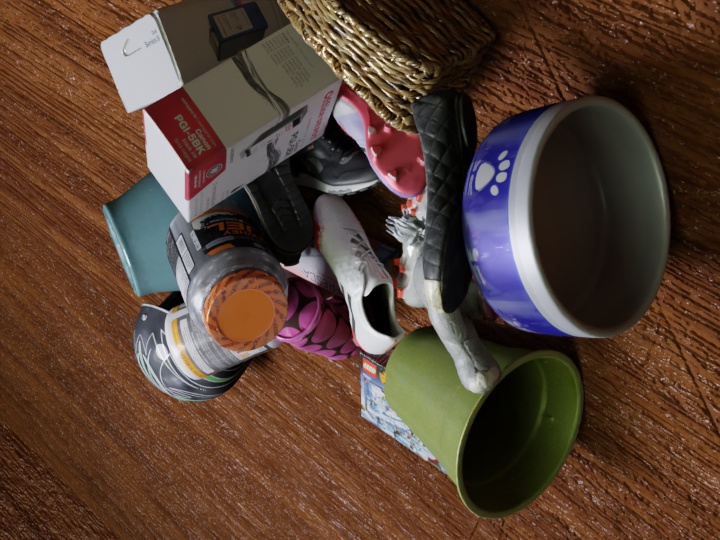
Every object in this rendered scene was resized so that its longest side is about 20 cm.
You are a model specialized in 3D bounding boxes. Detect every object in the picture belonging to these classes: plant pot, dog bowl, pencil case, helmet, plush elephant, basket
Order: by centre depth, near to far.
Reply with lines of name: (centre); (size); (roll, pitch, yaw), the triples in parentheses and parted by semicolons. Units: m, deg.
dog bowl: (0.183, -0.044, 0.736); (0.078, 0.199, 0.202); (-2, 118, 52)
basket: (0.005, -0.225, 0.838); (0.200, 0.142, 0.149); (47, 144, 9)
plush elephant: (0.131, -0.014, 0.850); (0.201, 0.164, 0.155); (49, 141, 0)
plant pot: (0.126, 0.155, 1.001); (0.189, 0.198, 0.203); (26, 138, 49)
pencil case: (-0.059, 0.063, 1.122); (0.200, 0.089, 0.095); (39, -147, -69)
plant pot: (-0.248, -0.058, 1.177); (0.201, 0.186, 0.202); (55, 159, 33)
helmet: (-0.280, 0.121, 1.410); (0.199, 0.190, 0.202); (29, 139, 29)

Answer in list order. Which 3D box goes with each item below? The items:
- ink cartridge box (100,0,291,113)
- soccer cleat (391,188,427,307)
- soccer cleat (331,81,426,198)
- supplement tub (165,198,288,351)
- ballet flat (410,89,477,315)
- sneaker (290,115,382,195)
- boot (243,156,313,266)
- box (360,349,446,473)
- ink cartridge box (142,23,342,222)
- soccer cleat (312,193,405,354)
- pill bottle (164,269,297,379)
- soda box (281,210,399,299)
ink cartridge box: (-0.170, -0.258, 0.955); (0.144, 0.199, 0.089); (-5, 109, 50)
soccer cleat: (0.086, -0.052, 0.967); (0.070, 0.076, 0.203); (-117, 32, -60)
soccer cleat: (0.016, -0.156, 0.934); (0.201, 0.066, 0.077); (57, 169, 21)
supplement tub: (-0.160, 0.003, 1.017); (0.200, 0.121, 0.124); (-128, 24, -53)
ballet flat: (0.072, -0.060, 0.743); (0.056, 0.066, 0.204); (-5, 74, 30)
sneaker: (-0.039, -0.146, 1.019); (0.198, 0.075, 0.089); (11, 122, 44)
boot: (-0.118, -0.104, 1.050); (0.138, 0.076, 0.203); (122, 134, -77)
box: (0.085, 0.199, 1.189); (0.199, 0.040, 0.138); (30, 139, 30)
ink cartridge box: (-0.125, -0.158, 0.904); (0.083, 0.199, 0.147); (52, 161, 6)
soccer cleat: (0.000, 0.000, 0.995); (0.085, 0.068, 0.203); (-24, 84, 62)
pill bottle: (-0.179, 0.075, 1.249); (0.197, 0.117, 0.118); (-22, 107, 11)
soda box: (-0.041, -0.021, 1.130); (0.198, 0.063, 0.069); (25, 136, 34)
